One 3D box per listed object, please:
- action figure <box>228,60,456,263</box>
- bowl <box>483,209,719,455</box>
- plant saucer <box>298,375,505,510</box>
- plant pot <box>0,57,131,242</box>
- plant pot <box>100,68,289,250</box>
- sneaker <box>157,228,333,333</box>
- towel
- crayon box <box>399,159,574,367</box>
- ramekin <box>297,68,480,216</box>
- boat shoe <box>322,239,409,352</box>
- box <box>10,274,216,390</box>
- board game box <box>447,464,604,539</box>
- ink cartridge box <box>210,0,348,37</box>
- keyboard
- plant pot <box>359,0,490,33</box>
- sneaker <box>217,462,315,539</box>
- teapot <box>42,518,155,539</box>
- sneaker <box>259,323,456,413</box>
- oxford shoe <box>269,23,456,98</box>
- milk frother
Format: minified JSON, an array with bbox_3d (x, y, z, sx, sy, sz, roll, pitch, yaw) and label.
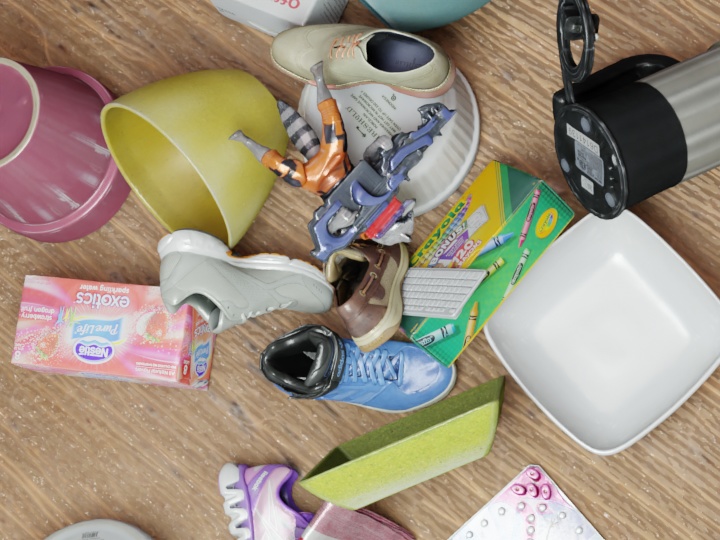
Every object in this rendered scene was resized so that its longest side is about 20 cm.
[{"bbox_3d":[-0.003,-0.112,1.213,0.200,0.105,0.194,-40,96,-6],"label":"action figure"},{"bbox_3d":[0.246,0.064,1.210,0.200,0.075,0.200,-42,72,2],"label":"bowl"},{"bbox_3d":[0.055,0.171,1.179,0.198,0.200,0.048,-24,88,8],"label":"plant saucer"},{"bbox_3d":[-0.371,-0.146,1.356,0.198,0.179,0.202,-3,79,14],"label":"plant pot"},{"bbox_3d":[-0.161,-0.136,1.311,0.200,0.201,0.142,39,65,18],"label":"plant pot"},{"bbox_3d":[-0.121,0.029,1.267,0.199,0.076,0.093,15,61,-23],"label":"sneaker"},{"bbox_3d":[-0.039,0.324,1.196,0.023,0.144,0.201,31,88,44],"label":"towel"},{"bbox_3d":[0.112,-0.010,1.233,0.058,0.119,0.200,39,90,-23],"label":"crayon box"},{"bbox_3d":[0.024,-0.159,1.302,0.200,0.094,0.204,-3,78,13],"label":"ramekin"},{"bbox_3d":[0.000,0.000,1.231,0.072,0.201,0.072,-36,114,23],"label":"boat shoe"},{"bbox_3d":[-0.266,0.069,1.328,0.198,0.095,0.104,5,81,15],"label":"box"},{"bbox_3d":[0.164,0.330,1.201,0.200,0.026,0.200,-43,72,3],"label":"board game box"},{"bbox_3d":[-0.071,-0.370,1.375,0.144,0.084,0.201,24,85,17],"label":"ink cartridge box"},{"bbox_3d":[0.055,0.020,1.204,0.011,0.200,0.057,39,74,-23],"label":"keyboard"},{"bbox_3d":[0.051,-0.330,1.280,0.135,0.200,0.200,-46,72,6],"label":"plant pot"},{"bbox_3d":[-0.083,0.286,1.249,0.088,0.081,0.202,-16,74,3],"label":"sneaker"},{"bbox_3d":[-0.268,0.365,1.248,0.197,0.147,0.199,-40,48,-23],"label":"teapot"},{"bbox_3d":[-0.006,0.101,1.247,0.198,0.111,0.077,4,79,15],"label":"sneaker"},{"bbox_3d":[-0.004,-0.225,1.234,0.198,0.074,0.071,7,80,16],"label":"oxford shoe"},{"bbox_3d":[0.281,-0.184,1.166,0.187,0.201,0.181,-24,57,-17],"label":"milk frother"}]
